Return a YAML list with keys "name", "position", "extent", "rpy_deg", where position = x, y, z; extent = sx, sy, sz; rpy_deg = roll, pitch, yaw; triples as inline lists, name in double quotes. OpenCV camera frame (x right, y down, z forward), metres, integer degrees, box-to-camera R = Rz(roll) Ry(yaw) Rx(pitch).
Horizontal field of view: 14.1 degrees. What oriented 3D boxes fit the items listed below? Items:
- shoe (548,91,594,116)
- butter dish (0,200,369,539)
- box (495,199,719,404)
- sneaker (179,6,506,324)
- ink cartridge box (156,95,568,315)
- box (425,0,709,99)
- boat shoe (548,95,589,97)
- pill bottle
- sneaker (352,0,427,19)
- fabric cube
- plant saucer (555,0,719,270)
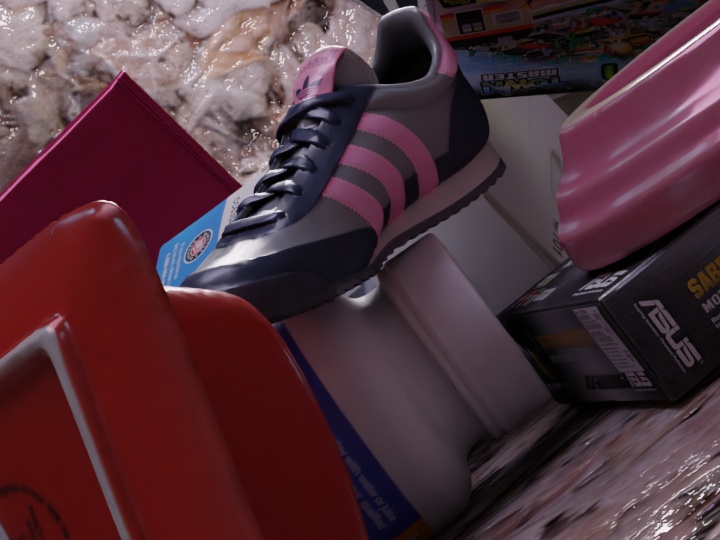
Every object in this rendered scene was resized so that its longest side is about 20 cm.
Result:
- name: "shoe"
  position: [0.118, -0.054, 1.365]
  extent: [0.199, 0.070, 0.053]
  rpy_deg: [-12, -22, 35]
- name: "butter dish"
  position: [-0.064, 0.091, 1.027]
  extent: [0.147, 0.201, 0.199]
  rpy_deg: [-12, -16, -44]
- name: "box"
  position: [0.142, -0.015, 1.123]
  extent: [0.158, 0.048, 0.200]
  rpy_deg: [-39, 3, -8]
- name: "sneaker"
  position: [-0.018, -0.038, 1.122]
  extent: [0.070, 0.082, 0.200]
  rpy_deg: [-12, 16, 33]
- name: "ink cartridge box"
  position: [0.000, 0.000, 1.314]
  extent: [0.200, 0.086, 0.147]
  rpy_deg: [-37, 24, 23]
- name: "box"
  position: [0.127, -0.115, 1.204]
  extent: [0.199, 0.035, 0.110]
  rpy_deg: [-5, -22, 3]
- name: "boat shoe"
  position: [0.181, -0.112, 1.381]
  extent: [0.199, 0.069, 0.057]
  rpy_deg: [-8, 47, 25]
- name: "pill bottle"
  position: [-0.027, 0.077, 1.147]
  extent: [0.200, 0.112, 0.112]
  rpy_deg: [-36, 3, 2]
- name: "sneaker"
  position: [0.034, -0.157, 1.441]
  extent: [0.079, 0.130, 0.199]
  rpy_deg: [-42, 12, 15]
- name: "fabric cube"
  position: [-0.126, 0.040, 1.630]
  extent: [0.199, 0.196, 0.200]
  rpy_deg: [-45, -6, -4]
- name: "plant saucer"
  position: [0.147, -0.078, 1.078]
  extent: [0.200, 0.051, 0.201]
  rpy_deg: [-37, 2, 2]
